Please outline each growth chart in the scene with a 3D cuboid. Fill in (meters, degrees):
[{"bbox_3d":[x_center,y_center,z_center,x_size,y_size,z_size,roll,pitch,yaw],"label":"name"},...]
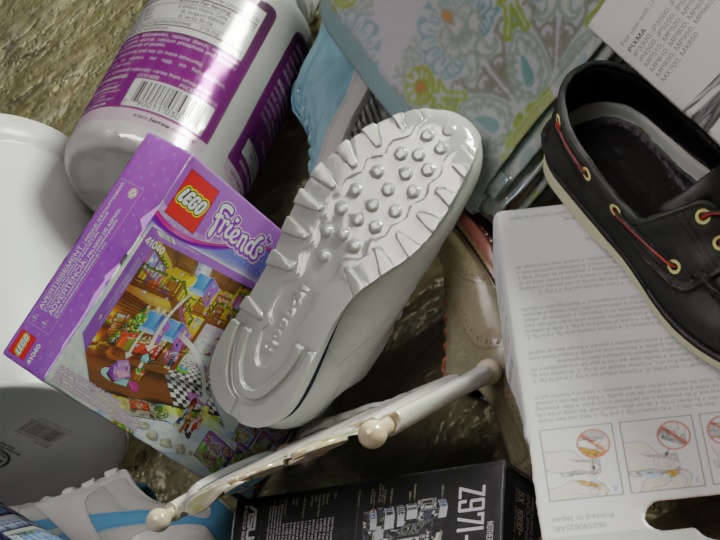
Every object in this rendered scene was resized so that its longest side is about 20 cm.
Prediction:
[{"bbox_3d":[-0.023,0.090,0.921,0.200,0.145,0.018,-26,88,43],"label":"growth chart"}]

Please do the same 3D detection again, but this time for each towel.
[{"bbox_3d":[0.071,-0.145,0.971,0.171,0.048,0.200,-53,56,28],"label":"towel"}]

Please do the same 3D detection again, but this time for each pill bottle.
[{"bbox_3d":[-0.096,-0.121,1.131,0.112,0.112,0.200,0,51,36],"label":"pill bottle"}]

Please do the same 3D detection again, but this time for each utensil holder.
[{"bbox_3d":[-0.234,0.033,1.112,0.170,0.170,0.200,-28,53,20],"label":"utensil holder"}]

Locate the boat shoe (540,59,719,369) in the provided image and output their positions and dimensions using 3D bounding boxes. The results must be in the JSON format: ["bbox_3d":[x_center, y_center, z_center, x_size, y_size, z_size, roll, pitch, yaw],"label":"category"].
[{"bbox_3d":[0.159,-0.020,0.842,0.074,0.063,0.201,-31,60,-19],"label":"boat shoe"}]

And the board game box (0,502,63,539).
[{"bbox_3d":[-0.171,0.227,0.972,0.200,0.062,0.200,22,114,33],"label":"board game box"}]

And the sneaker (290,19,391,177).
[{"bbox_3d":[-0.007,-0.090,1.092,0.082,0.074,0.200,-14,48,40],"label":"sneaker"}]

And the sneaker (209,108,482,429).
[{"bbox_3d":[0.000,0.000,0.964,0.076,0.080,0.200,45,104,29],"label":"sneaker"}]

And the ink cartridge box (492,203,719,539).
[{"bbox_3d":[0.152,0.053,0.858,0.162,0.057,0.200,-6,60,2],"label":"ink cartridge box"}]

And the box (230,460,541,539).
[{"bbox_3d":[0.016,0.208,0.879,0.164,0.086,0.200,-13,57,30],"label":"box"}]

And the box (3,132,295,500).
[{"bbox_3d":[-0.086,0.032,0.980,0.039,0.200,0.137,27,81,38],"label":"box"}]

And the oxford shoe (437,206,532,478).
[{"bbox_3d":[0.063,0.025,0.967,0.075,0.070,0.200,-43,46,13],"label":"oxford shoe"}]

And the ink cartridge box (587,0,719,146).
[{"bbox_3d":[0.224,-0.076,0.834,0.083,0.147,0.200,-55,51,19],"label":"ink cartridge box"}]

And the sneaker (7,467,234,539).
[{"bbox_3d":[-0.158,0.160,1.051,0.200,0.077,0.081,4,57,32],"label":"sneaker"}]
